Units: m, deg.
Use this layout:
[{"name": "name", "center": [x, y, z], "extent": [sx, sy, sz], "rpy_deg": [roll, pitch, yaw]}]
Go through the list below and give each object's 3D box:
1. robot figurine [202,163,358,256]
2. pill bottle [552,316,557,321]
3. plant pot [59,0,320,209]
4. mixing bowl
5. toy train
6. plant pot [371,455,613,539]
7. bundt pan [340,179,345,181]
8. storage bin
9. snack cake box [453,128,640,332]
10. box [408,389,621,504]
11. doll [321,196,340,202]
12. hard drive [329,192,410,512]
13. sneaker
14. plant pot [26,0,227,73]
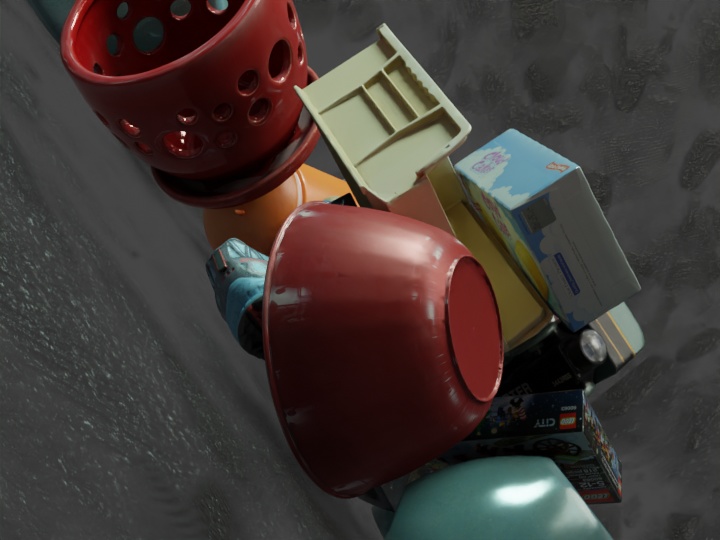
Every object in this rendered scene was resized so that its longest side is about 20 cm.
[{"name": "robot figurine", "center": [-0.071, -0.047, 1.334], "extent": [0.199, 0.116, 0.146], "rpy_deg": [19, 57, -45]}, {"name": "pill bottle", "center": [0.128, 0.067, 1.354], "extent": [0.199, 0.114, 0.115], "rpy_deg": [19, 27, -52]}, {"name": "plant pot", "center": [-0.136, -0.173, 1.217], "extent": [0.201, 0.199, 0.183], "rpy_deg": [53, -4, 42]}, {"name": "mixing bowl", "center": [0.029, 0.046, 0.922], "extent": [0.200, 0.107, 0.203], "rpy_deg": [33, 53, -59]}, {"name": "toy train", "center": [0.152, 0.089, 1.185], "extent": [0.086, 0.113, 0.200], "rpy_deg": [56, -41, 4]}, {"name": "plant pot", "center": [0.120, 0.221, 1.058], "extent": [0.201, 0.134, 0.200], "rpy_deg": [53, 0, -1]}, {"name": "bundt pan", "center": [-0.040, -0.039, 1.536], "extent": [0.202, 0.199, 0.077], "rpy_deg": [-125, -160, -73]}, {"name": "storage bin", "center": [0.052, -0.054, 1.101], "extent": [0.201, 0.093, 0.199], "rpy_deg": [61, -2, -39]}, {"name": "snack cake box", "center": [0.149, -0.039, 1.151], "extent": [0.116, 0.067, 0.200], "rpy_deg": [59, -1, -16]}, {"name": "box", "center": [0.104, 0.153, 1.139], "extent": [0.137, 0.197, 0.038], "rpy_deg": [55, 35, -50]}, {"name": "doll", "center": [0.000, 0.000, 1.200], "extent": [0.137, 0.048, 0.201], "rpy_deg": [62, -2, -40]}, {"name": "hard drive", "center": [-0.005, 0.061, 1.017], "extent": [0.202, 0.042, 0.135], "rpy_deg": [68, 29, -26]}, {"name": "sneaker", "center": [-0.058, 0.030, 1.092], "extent": [0.096, 0.079, 0.200], "rpy_deg": [50, -1, 29]}, {"name": "plant pot", "center": [-0.219, -0.272, 1.370], "extent": [0.202, 0.195, 0.196], "rpy_deg": [62, 1, 0]}]
